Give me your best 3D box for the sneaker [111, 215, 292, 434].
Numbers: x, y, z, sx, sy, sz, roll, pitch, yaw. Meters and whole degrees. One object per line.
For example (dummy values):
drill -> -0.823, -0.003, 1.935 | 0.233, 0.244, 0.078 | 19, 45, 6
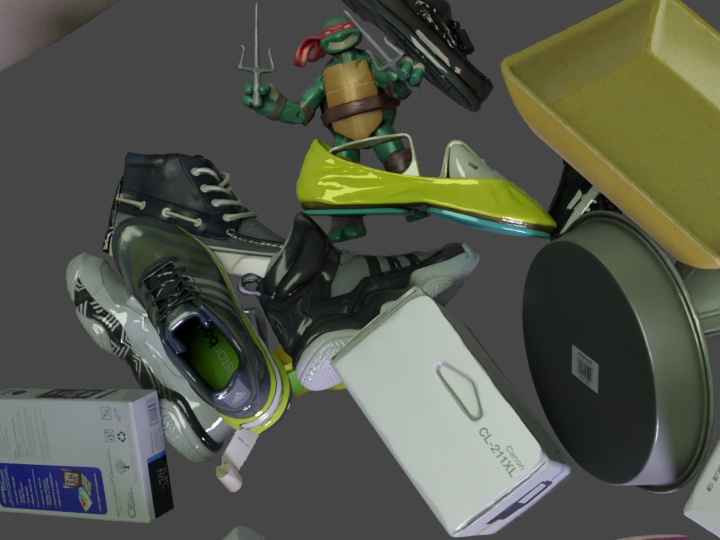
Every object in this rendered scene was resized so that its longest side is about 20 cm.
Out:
sneaker -> -0.126, 0.030, 0.990 | 0.074, 0.081, 0.200 | -42, 67, 0

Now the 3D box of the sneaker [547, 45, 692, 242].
sneaker -> 0.185, -0.113, 1.020 | 0.090, 0.070, 0.201 | 33, 85, 24

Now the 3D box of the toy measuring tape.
toy measuring tape -> -0.036, 0.086, 1.021 | 0.073, 0.074, 0.201 | 23, 64, 18

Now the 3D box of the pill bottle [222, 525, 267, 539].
pill bottle -> -0.131, 0.296, 1.001 | 0.200, 0.120, 0.120 | -45, 72, 4

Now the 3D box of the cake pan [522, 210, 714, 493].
cake pan -> 0.171, 0.061, 0.926 | 0.036, 0.200, 0.202 | -13, 74, -20

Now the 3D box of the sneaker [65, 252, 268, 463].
sneaker -> -0.146, 0.045, 1.077 | 0.115, 0.075, 0.201 | -38, 78, 5

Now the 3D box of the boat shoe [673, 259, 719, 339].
boat shoe -> 0.300, -0.021, 0.958 | 0.201, 0.086, 0.075 | -32, 73, 7

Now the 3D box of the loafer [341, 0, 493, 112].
loafer -> 0.042, -0.212, 1.075 | 0.063, 0.072, 0.200 | -44, 69, -1

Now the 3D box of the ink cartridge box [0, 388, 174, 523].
ink cartridge box -> -0.244, 0.146, 1.071 | 0.198, 0.039, 0.101 | -1, 101, 29

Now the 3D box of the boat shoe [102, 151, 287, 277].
boat shoe -> -0.116, -0.046, 1.081 | 0.198, 0.075, 0.094 | 8, 90, 17

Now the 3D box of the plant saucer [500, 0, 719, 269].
plant saucer -> 0.214, -0.092, 0.905 | 0.199, 0.049, 0.200 | -30, 66, -38

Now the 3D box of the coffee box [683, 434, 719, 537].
coffee box -> 0.272, 0.131, 0.878 | 0.079, 0.200, 0.115 | 30, 89, 17

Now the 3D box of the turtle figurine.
turtle figurine -> -0.005, -0.130, 1.056 | 0.148, 0.100, 0.202 | -16, 91, 27

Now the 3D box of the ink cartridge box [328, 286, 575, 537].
ink cartridge box -> 0.070, 0.105, 0.938 | 0.083, 0.200, 0.146 | -38, 73, 5

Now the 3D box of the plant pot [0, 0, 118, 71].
plant pot -> -0.289, -0.308, 1.126 | 0.175, 0.200, 0.202 | -15, 76, 1

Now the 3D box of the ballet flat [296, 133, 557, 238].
ballet flat -> 0.048, -0.066, 0.984 | 0.197, 0.067, 0.068 | 6, 89, 12

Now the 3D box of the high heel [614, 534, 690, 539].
high heel -> 0.154, 0.257, 0.952 | 0.198, 0.067, 0.097 | -23, 65, 15

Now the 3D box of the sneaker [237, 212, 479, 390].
sneaker -> 0.000, 0.000, 0.989 | 0.114, 0.199, 0.076 | 47, 138, 13
